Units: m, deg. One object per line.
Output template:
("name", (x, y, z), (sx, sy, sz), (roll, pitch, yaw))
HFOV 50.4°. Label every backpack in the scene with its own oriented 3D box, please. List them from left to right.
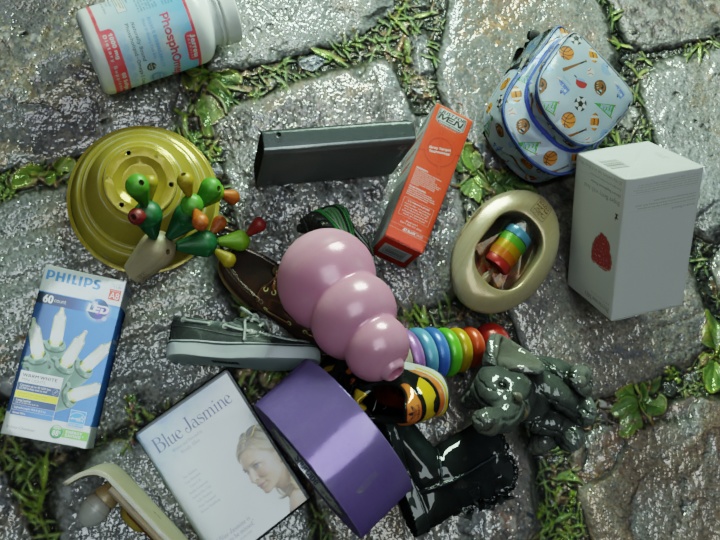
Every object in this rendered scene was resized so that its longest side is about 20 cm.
("backpack", (0.277, -0.227, 1.097), (0.199, 0.154, 0.191), (41, 84, -5))

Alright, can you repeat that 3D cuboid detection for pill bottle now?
("pill bottle", (-0.261, -0.314, 1.010), (0.197, 0.109, 0.110), (-23, 85, -15))

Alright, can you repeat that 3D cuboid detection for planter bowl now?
("planter bowl", (-0.278, -0.103, 0.979), (0.196, 0.083, 0.205), (3, 78, -12))

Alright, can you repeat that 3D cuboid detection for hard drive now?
("hard drive", (-0.038, -0.154, 1.012), (0.196, 0.140, 0.034), (-7, 80, -13))

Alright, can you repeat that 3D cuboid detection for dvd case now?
("dvd case", (-0.173, 0.247, 0.969), (0.142, 0.018, 0.202), (-34, 88, -15))

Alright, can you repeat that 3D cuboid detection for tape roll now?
("tape roll", (-0.034, 0.211, 0.912), (0.085, 0.200, 0.201), (-38, 89, -15))

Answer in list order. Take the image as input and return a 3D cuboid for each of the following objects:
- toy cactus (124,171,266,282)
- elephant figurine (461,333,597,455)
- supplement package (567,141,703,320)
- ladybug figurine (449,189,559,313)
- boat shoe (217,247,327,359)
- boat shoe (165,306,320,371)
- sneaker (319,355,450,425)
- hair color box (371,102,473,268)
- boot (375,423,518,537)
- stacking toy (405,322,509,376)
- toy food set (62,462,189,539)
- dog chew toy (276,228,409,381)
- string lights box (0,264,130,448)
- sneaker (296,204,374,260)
("toy cactus", (-0.217, -0.042, 0.924), (0.165, 0.199, 0.103), (-41, 64, 16))
("elephant figurine", (0.190, 0.150, 0.967), (0.197, 0.155, 0.144), (16, 71, -25))
("supplement package", (0.368, -0.055, 1.046), (0.117, 0.121, 0.204), (-10, 116, -14))
("ladybug figurine", (0.199, -0.026, 1.074), (0.136, 0.072, 0.200), (44, 74, -1))
("boat shoe", (-0.099, 0.033, 0.997), (0.199, 0.070, 0.071), (37, 63, -3))
("boat shoe", (-0.146, 0.086, 0.974), (0.195, 0.074, 0.070), (1, 70, 8))
("sneaker", (0.006, 0.140, 0.922), (0.089, 0.197, 0.072), (-9, 102, -50))
("hair color box", (0.082, -0.114, 1.051), (0.060, 0.102, 0.203), (23, 76, -6))
("boot", (0.111, 0.234, 1.007), (0.160, 0.073, 0.202), (-19, 82, -18))
("stacking toy", (0.115, 0.106, 1.023), (0.197, 0.085, 0.087), (-8, 81, -30))
("toy food set", (-0.254, 0.302, 0.875), (0.060, 0.143, 0.200), (-43, 91, -17))
("dog chew toy", (-0.014, 0.046, 0.896), (0.123, 0.125, 0.201), (-29, 60, -16))
("string lights box", (-0.355, 0.106, 0.934), (0.101, 0.059, 0.204), (11, 77, -9))
("sneaker", (0.000, 0.000, 1.024), (0.085, 0.077, 0.203), (-35, 101, -43))
